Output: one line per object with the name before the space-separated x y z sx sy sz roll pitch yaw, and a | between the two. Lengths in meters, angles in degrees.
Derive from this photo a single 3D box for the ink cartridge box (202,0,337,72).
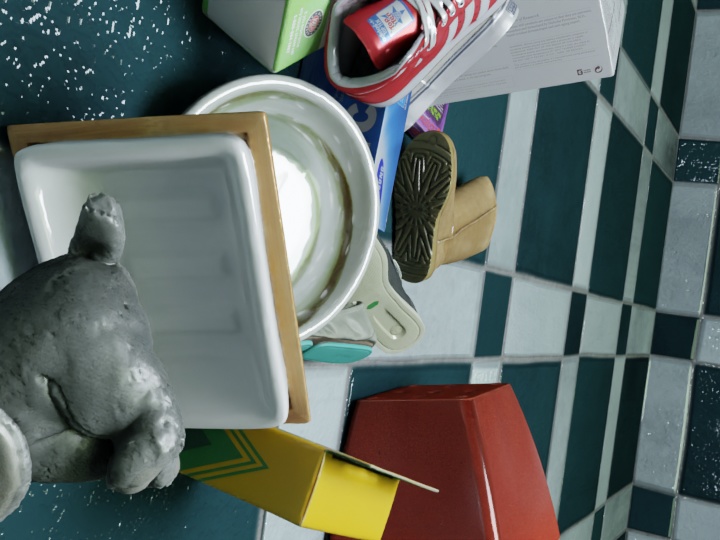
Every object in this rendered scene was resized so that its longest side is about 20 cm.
ink cartridge box | -0.010 -0.256 0.634 0.199 0.084 0.146 -39 161 -36

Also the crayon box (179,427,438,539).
crayon box | -0.059 0.138 0.616 0.126 0.197 0.052 39 68 -57

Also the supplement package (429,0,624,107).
supplement package | 0.139 -0.294 0.842 0.148 0.188 0.202 -67 143 -45

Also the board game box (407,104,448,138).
board game box | 0.049 -0.224 0.914 0.200 0.032 0.122 34 63 -59

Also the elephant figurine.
elephant figurine | -0.195 0.082 0.426 0.197 0.141 0.157 -18 79 -25

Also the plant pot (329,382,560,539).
plant pot | 0.088 0.217 0.943 0.199 0.197 0.180 1 85 -61

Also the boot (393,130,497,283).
boot | 0.107 -0.085 1.025 0.199 0.065 0.178 -26 132 -57

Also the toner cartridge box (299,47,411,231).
toner cartridge box | -0.008 -0.141 0.757 0.043 0.094 0.204 23 76 -60

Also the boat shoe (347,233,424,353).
boat shoe | 0.000 0.000 0.860 0.201 0.071 0.068 57 12 -42

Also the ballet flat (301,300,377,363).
ballet flat | -0.057 0.048 0.760 0.199 0.067 0.065 7 62 -57

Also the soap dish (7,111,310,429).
soap dish | -0.114 -0.001 0.541 0.082 0.154 0.203 -70 156 -62

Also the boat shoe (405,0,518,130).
boat shoe | 0.050 -0.192 0.807 0.070 0.199 0.071 40 33 -17

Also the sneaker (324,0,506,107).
sneaker | 0.050 -0.201 0.633 0.200 0.071 0.112 -49 171 18

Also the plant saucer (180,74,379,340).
plant saucer | -0.077 -0.043 0.659 0.198 0.050 0.204 -8 104 -36
